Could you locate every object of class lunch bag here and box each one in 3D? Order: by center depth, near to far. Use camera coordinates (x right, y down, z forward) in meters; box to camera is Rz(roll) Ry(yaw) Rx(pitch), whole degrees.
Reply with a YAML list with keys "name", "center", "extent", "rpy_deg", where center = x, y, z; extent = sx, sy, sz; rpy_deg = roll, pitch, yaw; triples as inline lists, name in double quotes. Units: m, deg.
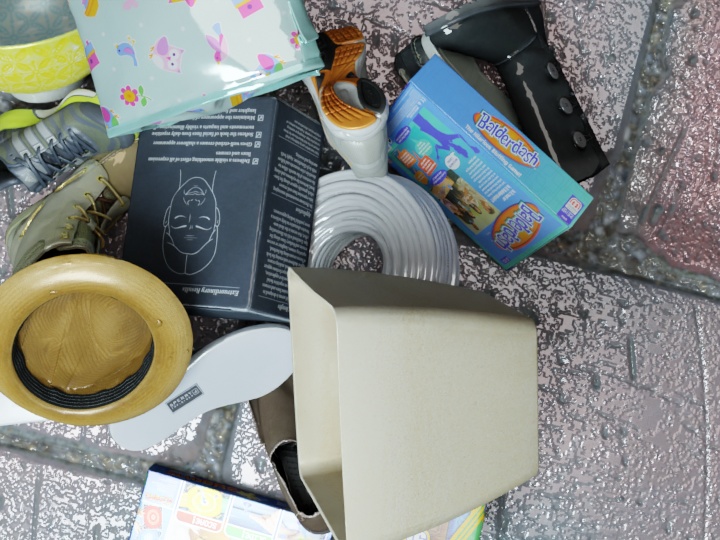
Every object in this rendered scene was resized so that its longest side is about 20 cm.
- name: "lunch bag"
  center: [-0.137, -0.222, 1.011]
  extent: [0.200, 0.122, 0.171]
  rpy_deg: [-15, 96, 25]

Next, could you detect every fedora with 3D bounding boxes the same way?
- name: "fedora"
  center: [-0.243, 0.049, 1.050]
  extent: [0.200, 0.082, 0.201]
  rpy_deg: [-2, 128, -3]

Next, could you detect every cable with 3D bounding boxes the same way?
- name: "cable"
  center: [0.000, 0.000, 1.148]
  extent: [0.200, 0.069, 0.200]
  rpy_deg: [33, 96, 30]

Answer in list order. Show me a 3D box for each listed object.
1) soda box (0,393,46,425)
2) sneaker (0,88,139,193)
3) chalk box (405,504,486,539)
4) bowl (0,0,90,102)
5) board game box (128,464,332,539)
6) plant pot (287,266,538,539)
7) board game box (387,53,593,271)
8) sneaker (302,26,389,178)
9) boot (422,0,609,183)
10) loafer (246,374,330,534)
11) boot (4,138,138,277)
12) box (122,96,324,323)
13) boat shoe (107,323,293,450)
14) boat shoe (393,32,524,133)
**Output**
- name: "soda box"
  center: [-0.303, 0.115, 1.184]
  extent: [0.200, 0.068, 0.064]
  rpy_deg: [-5, 92, -1]
- name: "sneaker"
  center: [-0.290, -0.114, 1.128]
  extent: [0.074, 0.200, 0.081]
  rpy_deg: [45, 51, -35]
- name: "chalk box"
  center: [0.067, 0.175, 1.163]
  extent: [0.124, 0.124, 0.200]
  rpy_deg: [13, 92, -1]
- name: "bowl"
  center: [-0.315, -0.230, 1.145]
  extent: [0.200, 0.200, 0.108]
  rpy_deg: [-5, 135, -1]
- name: "board game box"
  center: [-0.139, 0.292, 1.207]
  extent: [0.200, 0.034, 0.136]
  rpy_deg: [17, 91, -1]
- name: "plant pot"
  center: [0.046, 0.102, 1.002]
  extent: [0.177, 0.200, 0.200]
  rpy_deg: [-5, 101, -12]
- name: "board game box"
  center: [0.109, -0.099, 1.142]
  extent: [0.200, 0.152, 0.045]
  rpy_deg: [43, 67, -2]
- name: "sneaker"
  center: [-0.017, -0.161, 1.145]
  extent: [0.076, 0.200, 0.092]
  rpy_deg: [-13, 131, -1]
- name: "boot"
  center: [0.156, -0.167, 1.152]
  extent: [0.165, 0.066, 0.200]
  rpy_deg: [-23, 94, -41]
- name: "loafer"
  center: [-0.064, 0.163, 1.173]
  extent: [0.073, 0.071, 0.200]
  rpy_deg: [-25, 76, 0]
- name: "boot"
  center: [-0.258, -0.050, 1.133]
  extent: [0.200, 0.155, 0.072]
  rpy_deg: [-38, 117, 3]
- name: "box"
  center: [-0.131, -0.056, 1.126]
  extent: [0.148, 0.107, 0.200]
  rpy_deg: [4, 83, 25]
- name: "boat shoe"
  center: [-0.151, 0.103, 1.127]
  extent: [0.200, 0.057, 0.069]
  rpy_deg: [-27, 110, -3]
- name: "boat shoe"
  center: [0.114, -0.155, 1.189]
  extent: [0.060, 0.076, 0.200]
  rpy_deg: [-30, 104, 38]
